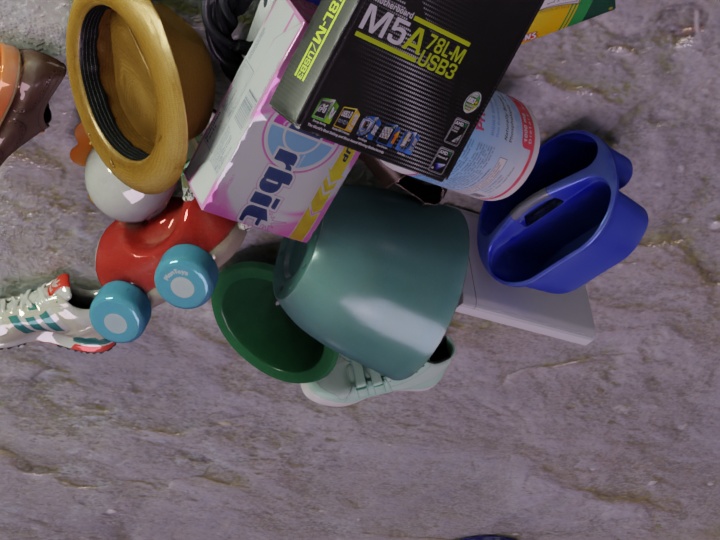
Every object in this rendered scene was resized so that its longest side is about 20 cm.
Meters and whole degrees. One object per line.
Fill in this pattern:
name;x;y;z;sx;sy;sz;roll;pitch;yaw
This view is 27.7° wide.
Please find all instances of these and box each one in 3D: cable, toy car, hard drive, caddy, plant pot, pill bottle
cable;-0.061;-0.233;1.279;0.161;0.051;0.201;-13;145;5
toy car;-0.232;-0.070;1.489;0.176;0.185;0.201;-26;115;27
hard drive;0.181;0.006;1.688;0.198;0.133;0.027;15;142;-32
caddy;0.213;-0.062;1.584;0.104;0.143;0.199;16;140;-41
plant pot;0.000;0.000;1.590;0.160;0.202;0.201;20;140;-20
pill bottle;0.079;-0.140;1.435;0.108;0.110;0.199;-33;150;34

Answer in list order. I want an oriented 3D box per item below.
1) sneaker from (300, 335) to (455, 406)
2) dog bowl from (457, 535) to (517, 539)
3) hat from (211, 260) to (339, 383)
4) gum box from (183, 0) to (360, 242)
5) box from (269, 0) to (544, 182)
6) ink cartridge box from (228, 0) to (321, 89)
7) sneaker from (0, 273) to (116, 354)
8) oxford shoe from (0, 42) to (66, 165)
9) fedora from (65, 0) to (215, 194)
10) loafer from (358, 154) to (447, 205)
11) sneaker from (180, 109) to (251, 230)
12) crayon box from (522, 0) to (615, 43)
sneaker;0.025;0.115;1.876;0.198;0.074;0.118;-7;156;-21
dog bowl;0.204;0.544;2.584;0.198;0.080;0.201;-6;148;-4
hat;-0.057;0.025;1.774;0.200;0.176;0.166;43;135;-5
gum box;-0.060;-0.125;1.269;0.113;0.066;0.201;18;115;-33
box;0.045;-0.186;1.196;0.199;0.047;0.194;16;109;-48
ink cartridge box;-0.052;-0.217;1.361;0.098;0.039;0.201;7;137;-22
sneaker;-0.373;0.039;1.693;0.197;0.071;0.094;6;127;-18
oxford shoe;-0.339;-0.135;1.412;0.072;0.072;0.200;5;145;-28
fedora;-0.188;-0.173;1.307;0.081;0.202;0.201;-20;160;-38
loafer;0.034;-0.126;1.505;0.073;0.072;0.199;-31;141;32
sneaker;-0.155;-0.111;1.412;0.199;0.077;0.089;38;92;-12
crayon box;0.120;-0.271;1.287;0.198;0.059;0.173;-20;148;1
